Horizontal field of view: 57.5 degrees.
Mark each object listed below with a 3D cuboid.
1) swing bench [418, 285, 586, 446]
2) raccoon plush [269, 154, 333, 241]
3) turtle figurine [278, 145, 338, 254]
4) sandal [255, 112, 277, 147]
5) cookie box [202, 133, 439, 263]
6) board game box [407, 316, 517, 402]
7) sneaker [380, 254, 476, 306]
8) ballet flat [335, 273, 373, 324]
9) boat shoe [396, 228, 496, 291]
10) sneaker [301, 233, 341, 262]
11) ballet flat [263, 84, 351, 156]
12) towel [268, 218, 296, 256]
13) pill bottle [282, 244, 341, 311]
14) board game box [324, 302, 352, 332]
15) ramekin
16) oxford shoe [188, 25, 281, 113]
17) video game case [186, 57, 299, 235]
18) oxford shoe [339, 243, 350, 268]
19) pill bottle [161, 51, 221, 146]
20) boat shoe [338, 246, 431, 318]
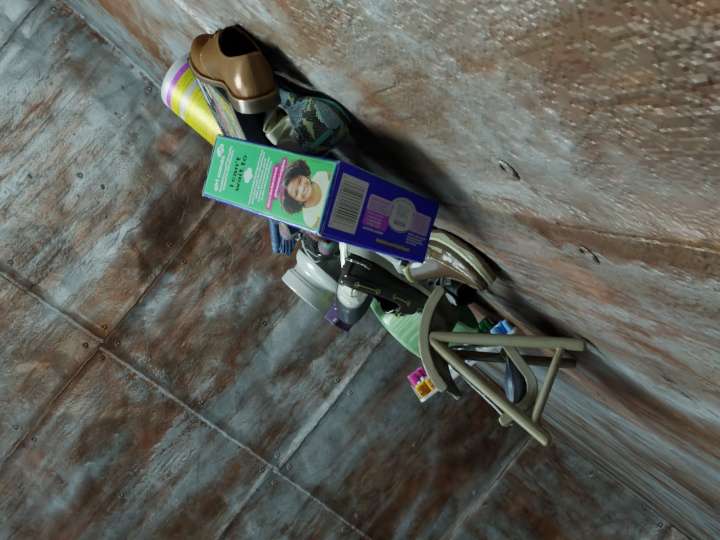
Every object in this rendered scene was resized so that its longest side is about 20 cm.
[{"bbox_3d":[0.174,0.128,0.867,0.199,0.131,0.199,21,173,19],"label":"swing bench"},{"bbox_3d":[-0.110,-0.139,0.997,0.097,0.134,0.200,40,178,41],"label":"raccoon plush"},{"bbox_3d":[-0.047,-0.085,0.900,0.149,0.101,0.200,38,153,-5],"label":"turtle figurine"},{"bbox_3d":[-0.135,-0.215,0.871,0.201,0.054,0.082,55,169,9],"label":"sandal"},{"bbox_3d":[-0.044,-0.078,0.712,0.199,0.076,0.170,19,-176,41],"label":"cookie box"},{"bbox_3d":[0.173,0.152,1.174,0.026,0.199,0.200,53,178,2],"label":"board game box"},{"bbox_3d":[0.102,-0.011,0.979,0.200,0.076,0.115,33,173,-30],"label":"sneaker"},{"bbox_3d":[0.000,0.000,1.044,0.073,0.201,0.073,23,-162,-8],"label":"ballet flat"},{"bbox_3d":[0.092,-0.011,0.853,0.075,0.075,0.202,42,178,-36],"label":"boat shoe"},{"bbox_3d":[-0.082,-0.108,1.134,0.086,0.080,0.201,64,-172,-60],"label":"sneaker"},{"bbox_3d":[-0.078,-0.169,0.747,0.074,0.074,0.200,41,178,-27],"label":"ballet flat"},{"bbox_3d":[-0.137,-0.136,1.146,0.112,0.048,0.201,-96,3,-57],"label":"towel"},{"bbox_3d":[-0.046,-0.031,1.212,0.116,0.200,0.116,39,179,1],"label":"pill bottle"},{"bbox_3d":[0.017,0.024,1.227,0.032,0.200,0.120,38,178,12],"label":"board game box"},{"bbox_3d":[0.107,0.067,1.167,0.200,0.098,0.200,39,-165,-13],"label":"ramekin"},{"bbox_3d":[-0.145,-0.243,0.736,0.200,0.071,0.072,42,150,46],"label":"oxford shoe"},{"bbox_3d":[-0.150,-0.166,0.856,0.181,0.025,0.201,48,165,47],"label":"video game case"},{"bbox_3d":[0.000,-0.030,1.109,0.057,0.202,0.075,-1,-161,13],"label":"oxford shoe"},{"bbox_3d":[-0.202,-0.239,1.011,0.200,0.104,0.104,41,178,8],"label":"pill bottle"},{"bbox_3d":[0.044,0.032,0.941,0.201,0.061,0.071,33,169,-39],"label":"boat shoe"}]
